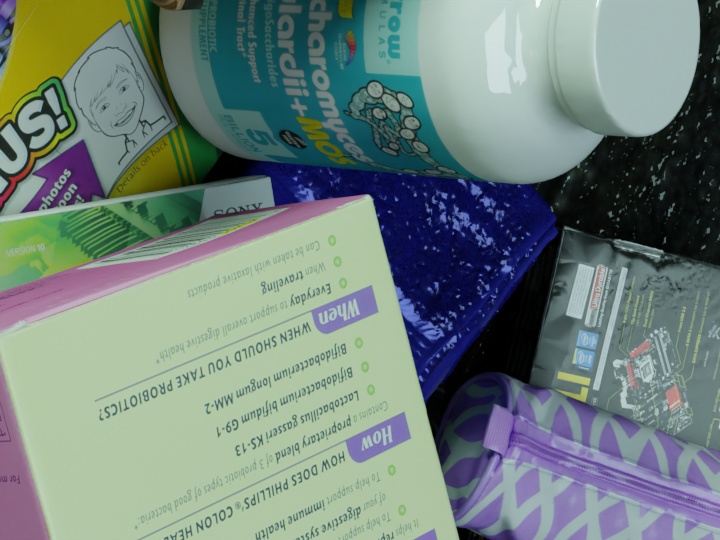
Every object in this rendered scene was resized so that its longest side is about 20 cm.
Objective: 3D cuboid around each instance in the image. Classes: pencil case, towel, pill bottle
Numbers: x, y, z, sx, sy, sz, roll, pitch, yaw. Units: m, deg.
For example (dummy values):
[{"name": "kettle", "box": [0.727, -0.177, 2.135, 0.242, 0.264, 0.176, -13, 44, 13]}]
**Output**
[{"name": "pencil case", "box": [0.130, 0.112, 1.082, 0.199, 0.085, 0.084, 18, 80, -18]}, {"name": "towel", "box": [0.000, 0.000, 1.002, 0.148, 0.049, 0.200, 50, 58, -22]}, {"name": "pill bottle", "box": [0.027, -0.091, 0.855, 0.110, 0.199, 0.112, -9, 102, -49]}]

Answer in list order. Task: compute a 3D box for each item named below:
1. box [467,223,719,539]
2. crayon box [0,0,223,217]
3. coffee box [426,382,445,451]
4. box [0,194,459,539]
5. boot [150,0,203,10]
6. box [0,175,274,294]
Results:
[{"name": "box", "box": [0.148, 0.090, 1.160, 0.159, 0.049, 0.201, 12, 90, -13]}, {"name": "crayon box", "box": [-0.154, -0.043, 0.876, 0.201, 0.058, 0.173, -57, 135, -11]}, {"name": "coffee box", "box": [-0.044, 0.078, 1.042, 0.199, 0.044, 0.124, -20, 120, -37]}, {"name": "box", "box": [-0.062, 0.094, 0.805, 0.175, 0.096, 0.201, -22, 101, -42]}, {"name": "boot", "box": [-0.147, -0.153, 0.757, 0.138, 0.200, 0.078, -14, 141, -35]}, {"name": "box", "box": [-0.081, 0.070, 0.877, 0.144, 0.036, 0.201, -12, 94, -43]}]
